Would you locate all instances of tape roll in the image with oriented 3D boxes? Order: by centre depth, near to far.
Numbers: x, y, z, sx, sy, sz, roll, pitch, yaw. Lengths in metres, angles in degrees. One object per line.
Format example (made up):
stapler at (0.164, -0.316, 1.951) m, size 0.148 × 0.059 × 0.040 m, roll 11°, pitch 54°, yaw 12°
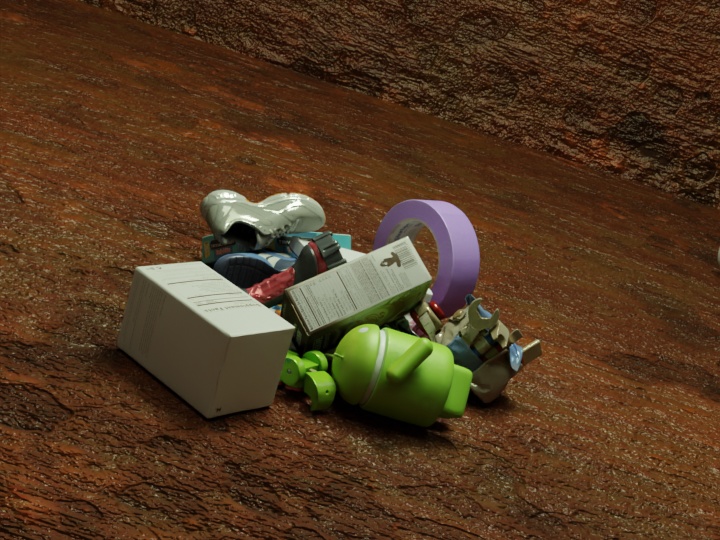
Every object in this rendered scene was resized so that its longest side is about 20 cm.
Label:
tape roll at (0.107, -0.017, 2.008) m, size 0.065 × 0.201 × 0.200 m, roll -1°, pitch 26°, yaw -40°

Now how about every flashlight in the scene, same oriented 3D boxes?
flashlight at (-0.118, 0.015, 1.717) m, size 0.199 × 0.068 × 0.068 m, roll -26°, pitch -11°, yaw -8°

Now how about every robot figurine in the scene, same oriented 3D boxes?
robot figurine at (0.050, 0.143, 1.638) m, size 0.199 × 0.116 × 0.175 m, roll 18°, pitch -10°, yaw -10°

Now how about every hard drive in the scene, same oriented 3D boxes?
hard drive at (0.000, 0.000, 1.863) m, size 0.199 × 0.026 × 0.132 m, roll 14°, pitch 16°, yaw -29°

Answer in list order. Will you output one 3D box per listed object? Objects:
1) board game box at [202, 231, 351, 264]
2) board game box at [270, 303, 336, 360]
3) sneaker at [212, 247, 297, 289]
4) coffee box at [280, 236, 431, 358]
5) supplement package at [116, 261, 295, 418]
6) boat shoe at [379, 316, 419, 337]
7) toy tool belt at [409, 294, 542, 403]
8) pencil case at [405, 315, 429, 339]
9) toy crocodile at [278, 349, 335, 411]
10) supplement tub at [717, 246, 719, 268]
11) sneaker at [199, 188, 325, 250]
board game box at (-0.138, -0.035, 1.969) m, size 0.199 × 0.047 × 0.151 m, roll 4°, pitch -8°, yaw -35°
board game box at (-0.091, 0.083, 1.811) m, size 0.199 × 0.035 × 0.126 m, roll 16°, pitch 20°, yaw -6°
sneaker at (-0.156, 0.005, 1.812) m, size 0.082 × 0.074 × 0.199 m, roll 33°, pitch 15°, yaw 37°
coffee box at (-0.008, 0.041, 1.716) m, size 0.199 × 0.115 × 0.080 m, roll -24°, pitch 71°, yaw -15°
supplement package at (-0.204, 0.087, 1.570) m, size 0.200 × 0.122 × 0.119 m, roll 32°, pitch 24°, yaw 35°
boat shoe at (0.046, 0.085, 1.801) m, size 0.199 × 0.068 × 0.073 m, roll 48°, pitch 19°, yaw 31°
toy tool belt at (0.176, 0.092, 1.778) m, size 0.200 × 0.123 × 0.125 m, roll 48°, pitch 6°, yaw -25°
pencil case at (0.036, 0.058, 1.922) m, size 0.200 × 0.083 × 0.086 m, roll 32°, pitch 11°, yaw 37°
toy crocodile at (-0.113, 0.128, 1.646) m, size 0.199 × 0.062 × 0.067 m, roll 24°, pitch 18°, yaw 30°
supplement tub at (0.968, -0.018, 2.847) m, size 0.144 × 0.146 × 0.200 m, roll 3°, pitch 24°, yaw -36°
sneaker at (-0.142, -0.065, 1.818) m, size 0.199 × 0.076 × 0.092 m, roll 0°, pitch 45°, yaw -25°
